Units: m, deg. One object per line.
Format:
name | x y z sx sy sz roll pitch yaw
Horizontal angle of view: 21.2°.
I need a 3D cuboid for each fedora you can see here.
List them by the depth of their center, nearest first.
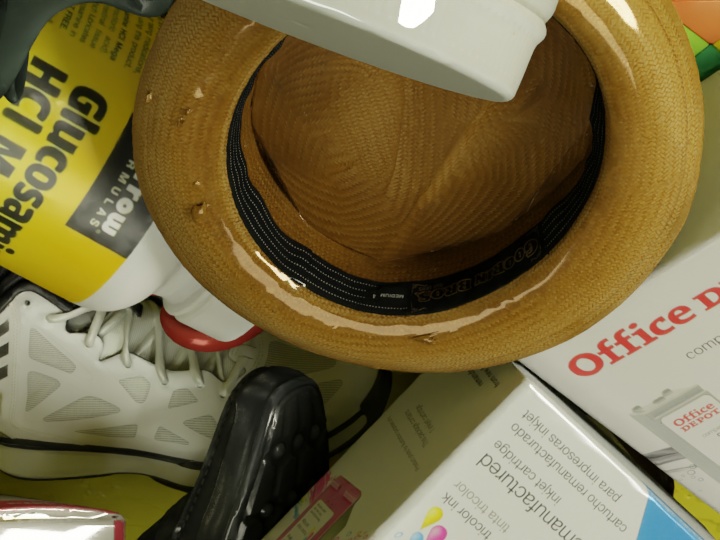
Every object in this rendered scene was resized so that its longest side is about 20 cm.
fedora | 0.021 -0.058 0.665 0.200 0.082 0.201 4 127 5

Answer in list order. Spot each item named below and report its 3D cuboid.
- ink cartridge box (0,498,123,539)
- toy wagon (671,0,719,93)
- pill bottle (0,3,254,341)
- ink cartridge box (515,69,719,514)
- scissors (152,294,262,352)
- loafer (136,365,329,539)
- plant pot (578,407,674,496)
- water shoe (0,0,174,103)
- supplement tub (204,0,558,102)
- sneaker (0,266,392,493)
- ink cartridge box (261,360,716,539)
ink cartridge box | -0.179 0.174 0.867 0.083 0.147 0.200 1 177 -27
toy wagon | 0.112 -0.045 0.754 0.155 0.040 0.200 32 130 -22
pill bottle | -0.116 -0.055 0.725 0.200 0.112 0.112 29 131 -20
ink cartridge box | 0.174 0.025 0.728 0.200 0.083 0.146 36 130 -26
scissors | 0.000 0.000 0.824 0.200 0.073 0.014 -7 127 -19
loafer | -0.066 0.124 0.816 0.070 0.068 0.201 30 120 26
plant pot | 0.056 0.153 0.877 0.187 0.187 0.200 21 117 -13
water shoe | -0.143 -0.072 0.599 0.200 0.072 0.079 -23 126 27
supplement tub | 0.017 -0.160 0.518 0.132 0.132 0.200 21 92 -12
sneaker | -0.093 0.035 0.836 0.200 0.076 0.115 -6 135 17
ink cartridge box | 0.033 0.144 0.748 0.145 0.085 0.200 42 95 -18
